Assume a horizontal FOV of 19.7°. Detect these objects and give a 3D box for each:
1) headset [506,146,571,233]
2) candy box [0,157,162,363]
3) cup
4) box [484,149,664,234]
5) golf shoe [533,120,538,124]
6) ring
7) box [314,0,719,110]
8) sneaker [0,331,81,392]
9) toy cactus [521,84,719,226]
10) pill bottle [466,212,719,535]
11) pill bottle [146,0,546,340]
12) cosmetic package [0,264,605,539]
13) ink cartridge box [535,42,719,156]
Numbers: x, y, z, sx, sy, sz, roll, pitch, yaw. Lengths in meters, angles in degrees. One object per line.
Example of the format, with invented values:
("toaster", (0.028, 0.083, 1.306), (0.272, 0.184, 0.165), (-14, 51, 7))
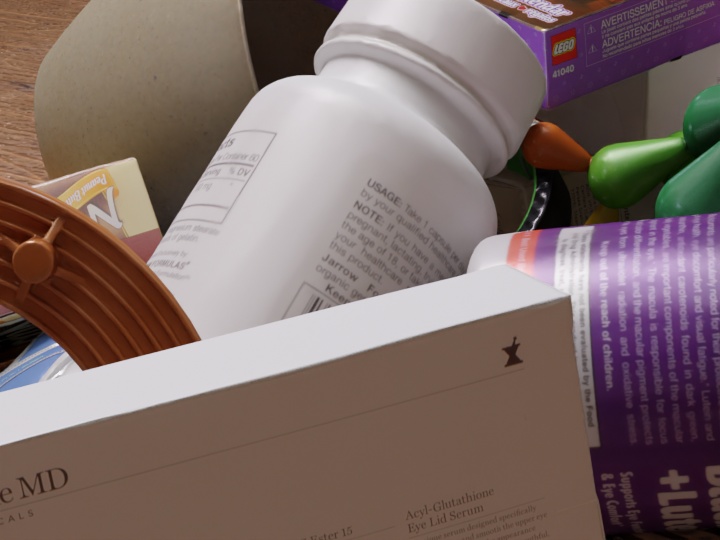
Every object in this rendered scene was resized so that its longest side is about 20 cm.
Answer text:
("headset", (0.000, 0.000, 0.907), (0.200, 0.094, 0.123), (-44, 39, -12))
("candy box", (-0.170, 0.008, 0.978), (0.115, 0.056, 0.200), (-19, -5, -21))
("cup", (-0.079, -0.082, 1.051), (0.142, 0.202, 0.200), (-13, 14, 20))
("box", (0.142, -0.035, 1.027), (0.199, 0.083, 0.068), (-18, 18, -31))
("golf shoe", (0.038, -0.041, 1.126), (0.199, 0.079, 0.097), (1, 25, 36))
("ring", (-0.134, 0.069, 0.611), (0.199, 0.202, 0.019), (-9, 4, 1))
("box", (0.076, -0.139, 0.953), (0.136, 0.039, 0.200), (-22, 33, -28))
("sneaker", (-0.100, 0.037, 0.926), (0.077, 0.076, 0.200), (7, 22, 34))
("toy cactus", (0.145, -0.071, 0.807), (0.200, 0.102, 0.165), (-53, 3, -15))
("pill bottle", (0.142, 0.034, 0.732), (0.198, 0.112, 0.111), (-6, 16, 14))
("pill bottle", (-0.011, -0.011, 0.806), (0.114, 0.114, 0.201), (9, 62, 48))
("cosmetic package", (-0.031, 0.096, 0.550), (0.199, 0.152, 0.052), (-14, 17, -16))
("ink cartridge box", (0.186, -0.113, 1.001), (0.199, 0.068, 0.116), (-17, 31, -24))
